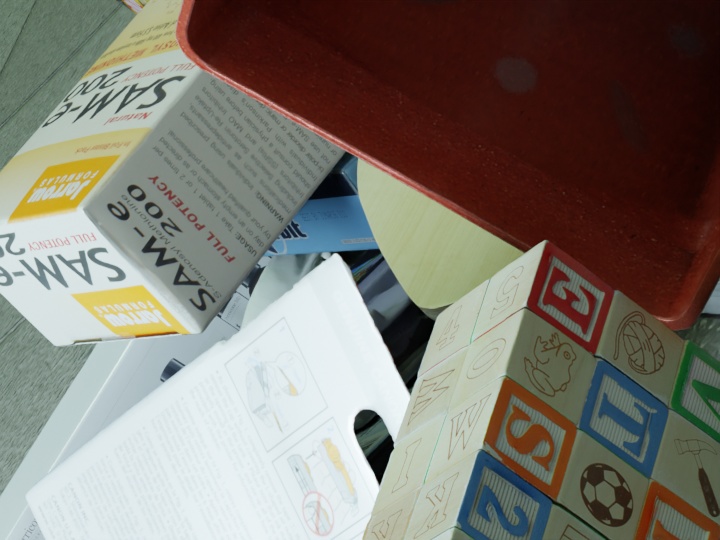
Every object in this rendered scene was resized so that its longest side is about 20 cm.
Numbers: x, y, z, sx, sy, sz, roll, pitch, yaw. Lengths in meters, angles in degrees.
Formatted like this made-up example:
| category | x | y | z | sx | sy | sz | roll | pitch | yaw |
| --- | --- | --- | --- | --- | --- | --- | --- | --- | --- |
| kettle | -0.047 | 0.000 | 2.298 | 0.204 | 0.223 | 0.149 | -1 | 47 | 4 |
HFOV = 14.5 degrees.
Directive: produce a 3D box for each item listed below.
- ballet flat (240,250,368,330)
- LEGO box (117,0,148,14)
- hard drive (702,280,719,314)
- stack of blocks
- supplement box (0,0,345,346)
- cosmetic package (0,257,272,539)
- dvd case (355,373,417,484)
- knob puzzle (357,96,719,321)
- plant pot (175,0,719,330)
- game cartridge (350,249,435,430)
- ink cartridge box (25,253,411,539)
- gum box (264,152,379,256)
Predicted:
| category | x | y | z | sx | sy | sz | roll | pitch | yaw |
| --- | --- | --- | --- | --- | --- | --- | --- | --- | --- |
| ballet flat | 0.000 | 0.000 | 1.251 | 0.069 | 0.069 | 0.200 | -35 | 23 | 46 |
| LEGO box | -0.046 | -0.139 | 1.462 | 0.077 | 0.149 | 0.200 | -57 | 17 | -3 |
| hard drive | 0.144 | -0.044 | 1.018 | 0.132 | 0.026 | 0.200 | -59 | 18 | -11 |
| stack of blocks | 0.058 | 0.104 | 0.830 | 0.059 | 0.115 | 0.200 | -36 | 25 | 45 |
| supplement box | -0.061 | -0.065 | 1.158 | 0.200 | 0.074 | 0.126 | -53 | 23 | -25 |
| cosmetic package | -0.091 | 0.064 | 1.329 | 0.200 | 0.083 | 0.051 | -59 | 18 | -9 |
| dvd case | -0.008 | 0.069 | 1.085 | 0.143 | 0.018 | 0.200 | -41 | 6 | -35 |
| knob puzzle | 0.079 | -0.062 | 1.061 | 0.220 | 0.030 | 0.220 | -23 | 44 | 25 |
| plant pot | 0.082 | -0.139 | 0.916 | 0.176 | 0.200 | 0.200 | -56 | -8 | -36 |
| game cartridge | 0.017 | 0.010 | 1.132 | 0.200 | 0.038 | 0.130 | -44 | 12 | -37 |
| ink cartridge box | -0.017 | 0.104 | 0.966 | 0.057 | 0.163 | 0.200 | -13 | -18 | -49 |
| gum box | 0.025 | -0.084 | 1.238 | 0.200 | 0.045 | 0.170 | -45 | 20 | -25 |
